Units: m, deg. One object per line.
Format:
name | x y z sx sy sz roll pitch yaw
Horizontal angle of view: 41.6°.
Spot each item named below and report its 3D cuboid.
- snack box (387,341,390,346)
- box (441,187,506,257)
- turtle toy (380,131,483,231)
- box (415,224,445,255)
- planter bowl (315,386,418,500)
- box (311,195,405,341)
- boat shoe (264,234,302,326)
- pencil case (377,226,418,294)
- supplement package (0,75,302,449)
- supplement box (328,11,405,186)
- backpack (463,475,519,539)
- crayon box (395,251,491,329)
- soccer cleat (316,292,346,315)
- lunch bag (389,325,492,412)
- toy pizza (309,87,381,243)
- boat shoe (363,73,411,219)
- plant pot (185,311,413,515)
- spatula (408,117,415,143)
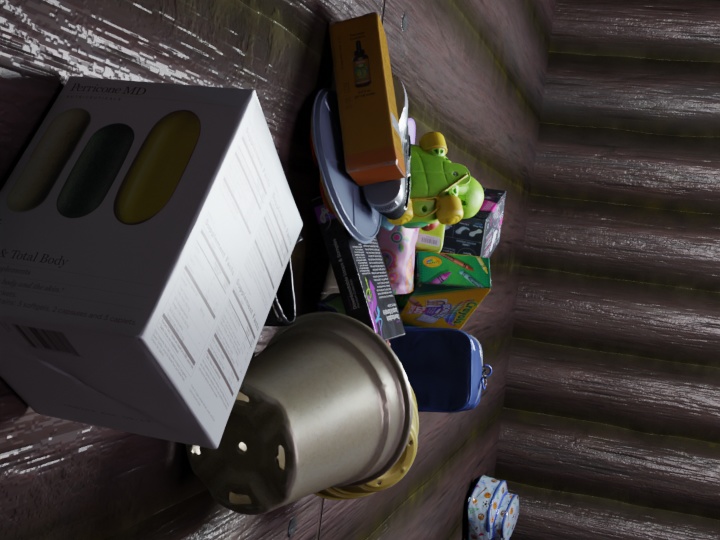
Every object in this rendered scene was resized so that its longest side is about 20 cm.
snack box | -0.013 0.190 1.359 0.024 0.072 0.201 59 42 -64
box | 0.193 -0.085 1.820 0.200 0.132 0.115 -45 144 -63
turtle toy | 0.088 -0.114 1.341 0.101 0.199 0.146 124 -39 -56
box | 0.102 -0.052 1.578 0.200 0.047 0.122 111 -10 -66
planter bowl | 0.013 0.228 1.252 0.200 0.083 0.201 -9 108 -29
box | 0.000 0.000 1.251 0.143 0.036 0.201 -2 73 -73
boat shoe | -0.093 -0.032 1.004 0.070 0.066 0.201 -38 133 -67
pencil case | 0.050 -0.063 1.441 0.087 0.087 0.201 -21 118 -71
supplement package | -0.154 -0.009 0.662 0.151 0.151 0.200 73 29 -53
supplement box | 0.009 -0.211 1.171 0.069 0.066 0.201 33 49 -73
backpack | 0.384 0.710 2.801 0.200 0.154 0.191 -61 143 -45
crayon box | 0.125 0.041 1.545 0.200 0.118 0.058 114 -22 -61
soccer cleat | -0.045 0.128 1.273 0.084 0.065 0.201 -4 104 -50
lunch bag | 0.115 0.163 1.552 0.132 0.199 0.136 27 66 -75
toy pizza | -0.024 -0.129 1.189 0.200 0.032 0.201 -14 90 -71
boat shoe | 0.033 -0.160 1.232 0.057 0.068 0.201 49 39 -60
plant pot | -0.074 0.159 0.981 0.183 0.200 0.201 -18 115 -60
spatula | 0.050 -0.202 1.481 0.200 0.020 0.057 -38 135 -66
